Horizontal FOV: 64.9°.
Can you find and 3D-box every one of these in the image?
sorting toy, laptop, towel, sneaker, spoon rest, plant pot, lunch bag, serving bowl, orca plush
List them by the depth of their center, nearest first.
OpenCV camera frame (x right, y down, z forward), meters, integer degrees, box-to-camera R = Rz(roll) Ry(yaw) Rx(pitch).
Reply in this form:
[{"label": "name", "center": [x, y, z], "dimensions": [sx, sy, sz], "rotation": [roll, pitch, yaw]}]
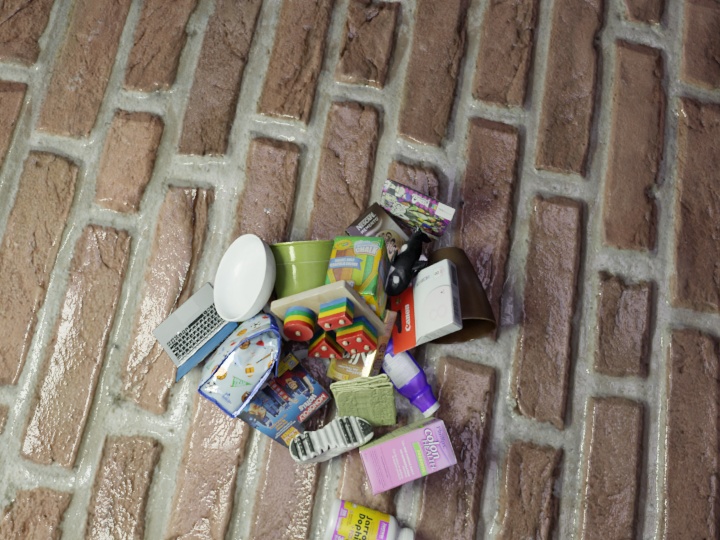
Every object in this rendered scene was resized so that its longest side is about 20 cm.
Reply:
[{"label": "lunch bag", "center": [-0.246, 0.191, 1.230], "dimensions": [0.123, 0.170, 0.201], "rotation": [39, 87, -15]}, {"label": "sorting toy", "center": [-0.071, 0.129, 1.262], "dimensions": [0.195, 0.200, 0.071], "rotation": [-16, 48, 25]}, {"label": "serving bowl", "center": [-0.257, 0.023, 1.307], "dimensions": [0.197, 0.065, 0.205], "rotation": [-20, 60, 39]}, {"label": "sneaker", "center": [-0.066, 0.397, 1.309], "dimensions": [0.195, 0.082, 0.076], "rotation": [-13, 51, -9]}, {"label": "towel", "center": [0.013, 0.306, 1.311], "dimensions": [0.144, 0.203, 0.037], "rotation": [-6, 47, 5]}, {"label": "orca plush", "center": [0.129, -0.016, 1.336], "dimensions": [0.070, 0.107, 0.200], "rotation": [13, 41, 29]}, {"label": "laptop", "center": [-0.400, 0.141, 1.355], "dimensions": [0.187, 0.116, 0.200], "rotation": [-41, 70, -9]}, {"label": "plant pot", "center": [-0.137, 0.030, 1.378], "dimensions": [0.194, 0.200, 0.196], "rotation": [-3, 89, -2]}, {"label": "spoon rest", "center": [-0.174, 0.235, 1.381], "dimensions": [0.195, 0.101, 0.061], "rotation": [-10, 45, -15]}, {"label": "plant pot", "center": [0.224, 0.054, 1.385], "dimensions": [0.182, 0.188, 0.205], "rotation": [-5, 67, -2]}]

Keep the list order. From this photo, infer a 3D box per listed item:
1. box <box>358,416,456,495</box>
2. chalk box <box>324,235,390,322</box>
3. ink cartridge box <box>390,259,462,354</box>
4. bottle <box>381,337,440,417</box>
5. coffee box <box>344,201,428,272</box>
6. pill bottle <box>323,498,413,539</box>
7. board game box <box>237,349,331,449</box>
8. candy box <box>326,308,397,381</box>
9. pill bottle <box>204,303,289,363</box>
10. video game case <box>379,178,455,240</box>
[{"label": "box", "center": [0.101, 0.419, 1.296], "dimensions": [0.196, 0.176, 0.099], "rotation": [-20, 79, -6]}, {"label": "chalk box", "center": [0.000, 0.000, 1.320], "dimensions": [0.121, 0.125, 0.204], "rotation": [0, 56, 14]}, {"label": "ink cartridge box", "center": [0.137, 0.086, 1.302], "dimensions": [0.197, 0.057, 0.166], "rotation": [-24, 51, 31]}, {"label": "bottle", "center": [0.117, 0.262, 1.383], "dimensions": [0.083, 0.065, 0.201], "rotation": [-38, 82, 3]}, {"label": "coffee box", "center": [0.064, -0.057, 1.441], "dimensions": [0.113, 0.080, 0.201], "rotation": [-41, 82, -8]}, {"label": "pill bottle", "center": [0.019, 0.602, 1.293], "dimensions": [0.195, 0.104, 0.107], "rotation": [16, 78, 2]}, {"label": "board game box", "center": [-0.175, 0.316, 1.323], "dimensions": [0.199, 0.062, 0.201], "rotation": [-39, 107, 3]}, {"label": "candy box", "center": [0.003, 0.178, 1.365], "dimensions": [0.113, 0.055, 0.205], "rotation": [17, 89, 31]}, {"label": "pill bottle", "center": [-0.274, 0.180, 1.368], "dimensions": [0.199, 0.113, 0.113], "rotation": [-39, 82, -8]}, {"label": "video game case", "center": [0.134, -0.147, 1.401], "dimensions": [0.178, 0.200, 0.036], "rotation": [24, 80, 3]}]
